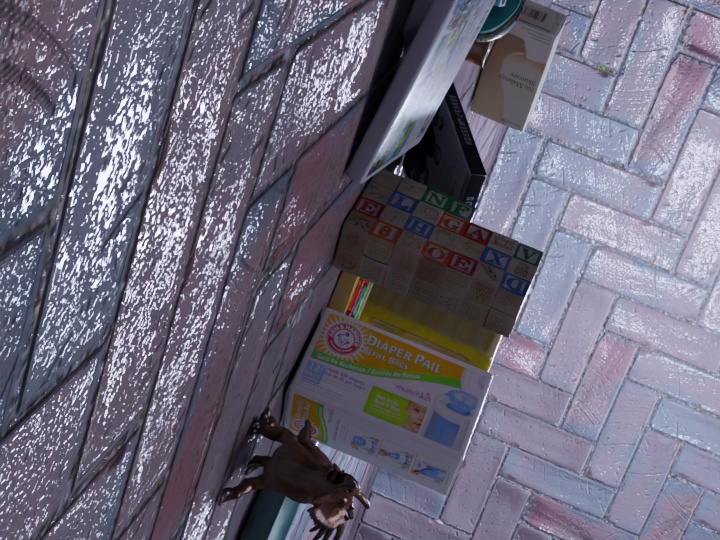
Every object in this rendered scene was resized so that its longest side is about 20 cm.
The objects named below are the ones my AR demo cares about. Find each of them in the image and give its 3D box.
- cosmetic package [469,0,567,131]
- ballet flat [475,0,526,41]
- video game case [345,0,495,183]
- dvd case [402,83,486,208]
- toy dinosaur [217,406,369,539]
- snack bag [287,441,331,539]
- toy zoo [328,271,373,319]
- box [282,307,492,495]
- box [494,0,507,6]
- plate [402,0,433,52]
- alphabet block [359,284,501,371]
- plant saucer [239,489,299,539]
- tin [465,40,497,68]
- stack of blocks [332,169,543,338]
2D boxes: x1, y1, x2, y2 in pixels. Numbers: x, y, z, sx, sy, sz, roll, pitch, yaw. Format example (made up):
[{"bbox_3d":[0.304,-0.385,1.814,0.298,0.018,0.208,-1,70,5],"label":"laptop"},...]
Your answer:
[{"bbox_3d":[0.256,-0.338,2.223,0.071,0.104,0.201,-59,167,-45],"label":"cosmetic package"},{"bbox_3d":[0.175,-0.334,1.688,0.074,0.074,0.201,102,13,-56],"label":"ballet flat"},{"bbox_3d":[0.065,-0.189,1.289,0.201,0.022,0.182,-61,171,26],"label":"video game case"},{"bbox_3d":[0.091,-0.114,1.541,0.201,0.024,0.151,-104,-157,-45],"label":"dvd case"},{"bbox_3d":[-0.050,0.202,1.315,0.200,0.134,0.087,-22,133,-82],"label":"toy dinosaur"},{"bbox_3d":[-0.069,0.270,1.883,0.189,0.021,0.201,-60,169,-50],"label":"snack bag"},{"bbox_3d":[0.000,0.000,1.572,0.200,0.020,0.132,46,66,-83],"label":"toy zoo"},{"bbox_3d":[0.027,0.141,1.470,0.102,0.198,0.113,103,10,-59],"label":"box"},{"bbox_3d":[0.178,-0.410,1.575,0.082,0.049,0.202,-44,155,-74],"label":"box"},{"bbox_3d":[0.097,-0.298,1.350,0.200,0.032,0.201,50,62,-83],"label":"plate"},{"bbox_3d":[0.086,0.091,1.817,0.200,0.195,0.197,-59,168,-52],"label":"alphabet block"},{"bbox_3d":[-0.108,0.298,1.591,0.200,0.036,0.202,22,90,-83],"label":"plant saucer"},{"bbox_3d":[0.186,-0.372,1.820,0.112,0.042,0.202,-19,131,-76],"label":"tin"},{"bbox_3d":[0.085,-0.020,1.415,0.115,0.198,0.059,-58,168,-50],"label":"stack of blocks"}]
